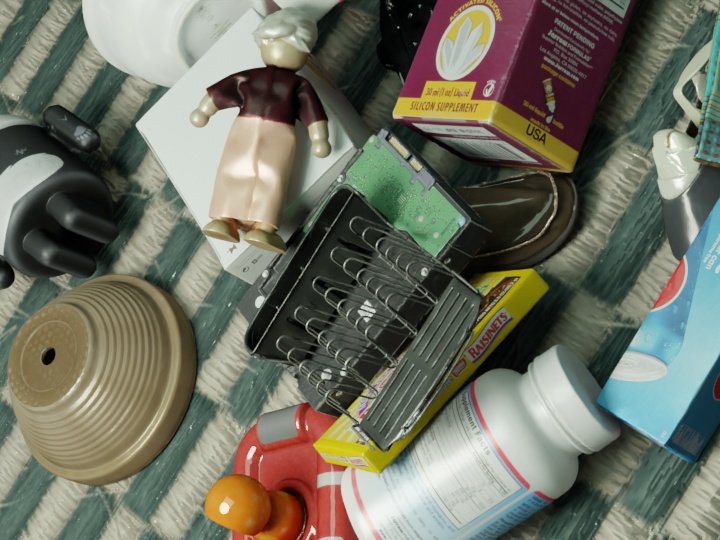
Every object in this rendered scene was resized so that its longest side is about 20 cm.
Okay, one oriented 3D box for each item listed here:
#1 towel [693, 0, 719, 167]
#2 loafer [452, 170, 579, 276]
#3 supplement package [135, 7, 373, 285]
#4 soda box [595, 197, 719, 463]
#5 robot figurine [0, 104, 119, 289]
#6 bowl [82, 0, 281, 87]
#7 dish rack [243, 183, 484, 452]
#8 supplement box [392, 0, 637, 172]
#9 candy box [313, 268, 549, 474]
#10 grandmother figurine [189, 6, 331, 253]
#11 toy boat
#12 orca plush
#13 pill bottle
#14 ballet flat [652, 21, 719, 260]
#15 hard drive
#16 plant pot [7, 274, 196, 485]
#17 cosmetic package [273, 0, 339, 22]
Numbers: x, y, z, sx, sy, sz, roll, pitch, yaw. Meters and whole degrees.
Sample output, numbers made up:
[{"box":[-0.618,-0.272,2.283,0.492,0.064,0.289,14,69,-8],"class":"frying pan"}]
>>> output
[{"box":[0.333,-0.160,1.162,0.146,0.022,0.200,12,75,7],"class":"towel"},{"box":[0.082,-0.033,1.285,0.200,0.071,0.073,-19,62,26],"class":"loafer"},{"box":[-0.077,-0.101,1.393,0.156,0.111,0.200,-43,55,12],"class":"supplement package"},{"box":[0.259,0.035,1.148,0.068,0.064,0.200,32,90,37],"class":"soda box"},{"box":[-0.320,-0.071,1.536,0.150,0.125,0.200,-32,49,-24],"class":"robot figurine"},{"box":[-0.145,-0.241,1.434,0.201,0.201,0.090,-48,52,9],"class":"bowl"},{"box":[0.004,0.037,1.167,0.154,0.055,0.200,-59,34,6],"class":"dish rack"},{"box":[0.132,-0.191,1.278,0.131,0.103,0.200,9,76,54],"class":"supplement box"},{"box":[0.054,0.076,1.216,0.200,0.026,0.102,-46,12,-18],"class":"candy box"},{"box":[-0.080,-0.121,1.289,0.121,0.061,0.200,14,82,0],"class":"grandmother figurine"},{"box":[-0.070,0.198,1.250,0.130,0.131,0.200,-19,61,37],"class":"toy boat"},{"box":[0.050,-0.246,1.391,0.105,0.071,0.200,-1,71,33],"class":"orca plush"},{"box":[0.092,0.144,1.187,0.200,0.109,0.109,-36,56,16],"class":"pill bottle"},{"box":[0.261,-0.108,1.196,0.073,0.073,0.200,18,81,37],"class":"ballet flat"},{"box":[0.000,0.000,1.267,0.200,0.038,0.140,-52,51,13],"class":"hard drive"},{"box":[-0.257,0.091,1.448,0.201,0.093,0.201,-12,66,28],"class":"plant pot"},{"box":[-0.059,-0.349,1.320,0.165,0.200,0.165,-39,28,21],"class":"cosmetic package"}]
